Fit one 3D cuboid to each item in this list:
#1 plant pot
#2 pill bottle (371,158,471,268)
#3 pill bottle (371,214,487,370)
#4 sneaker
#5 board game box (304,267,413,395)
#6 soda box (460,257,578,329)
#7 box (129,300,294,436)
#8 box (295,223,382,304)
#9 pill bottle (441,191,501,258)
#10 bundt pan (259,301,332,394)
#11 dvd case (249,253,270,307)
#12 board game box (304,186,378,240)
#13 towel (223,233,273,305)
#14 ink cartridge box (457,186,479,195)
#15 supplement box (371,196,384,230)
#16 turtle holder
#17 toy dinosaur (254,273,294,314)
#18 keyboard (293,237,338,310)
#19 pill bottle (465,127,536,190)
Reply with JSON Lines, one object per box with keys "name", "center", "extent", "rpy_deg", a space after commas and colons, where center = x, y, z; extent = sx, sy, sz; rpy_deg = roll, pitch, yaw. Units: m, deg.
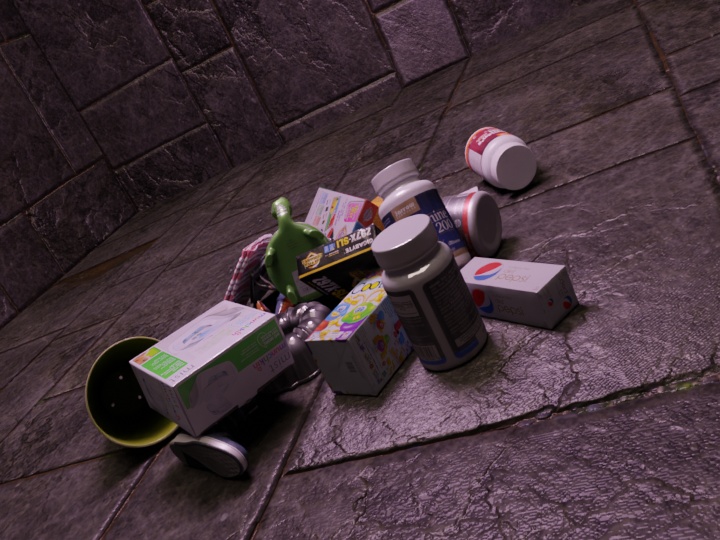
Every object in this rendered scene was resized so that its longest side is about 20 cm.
{"name": "plant pot", "center": [-0.429, 0.231, 1.350], "extent": [0.186, 0.189, 0.199], "rpy_deg": [-39, 8, -27]}
{"name": "pill bottle", "center": [0.098, -0.080, 1.217], "extent": [0.109, 0.204, 0.111], "rpy_deg": [-26, -8, -4]}
{"name": "pill bottle", "center": [0.098, 0.031, 1.039], "extent": [0.112, 0.203, 0.114], "rpy_deg": [-24, 20, 9]}
{"name": "sneaker", "center": [-0.204, 0.242, 1.126], "extent": [0.200, 0.078, 0.146], "rpy_deg": [-5, 34, 50]}
{"name": "board game box", "center": [0.022, 0.090, 1.142], "extent": [0.101, 0.107, 0.200], "rpy_deg": [-7, 29, 45]}
{"name": "soda box", "center": [0.224, 0.030, 1.074], "extent": [0.068, 0.065, 0.198], "rpy_deg": [-37, 21, -23]}
{"name": "box", "center": [-0.237, 0.150, 1.147], "extent": [0.198, 0.099, 0.174], "rpy_deg": [-34, 25, -30]}
{"name": "box", "center": [0.000, 0.000, 1.277], "extent": [0.156, 0.199, 0.051], "rpy_deg": [-19, 64, 20]}
{"name": "pill bottle", "center": [0.151, -0.075, 1.322], "extent": [0.196, 0.118, 0.116], "rpy_deg": [-6, 29, 39]}
{"name": "bundt pan", "center": [-0.124, 0.127, 1.293], "extent": [0.198, 0.077, 0.203], "rpy_deg": [-26, 20, 10]}
{"name": "dvd case", "center": [-0.195, -0.009, 1.598], "extent": [0.150, 0.016, 0.201], "rpy_deg": [-52, -7, -21]}
{"name": "board game box", "center": [-0.057, -0.093, 1.586], "extent": [0.198, 0.040, 0.156], "rpy_deg": [23, 89, 54]}
{"name": "towel", "center": [-0.249, 0.024, 1.553], "extent": [0.204, 0.029, 0.146], "rpy_deg": [-66, -5, 20]}
{"name": "ink cartridge box", "center": [0.173, -0.086, 1.439], "extent": [0.159, 0.058, 0.201], "rpy_deg": [-23, 17, 17]}
{"name": "supplement box", "center": [0.026, -0.111, 1.664], "extent": [0.199, 0.070, 0.066], "rpy_deg": [-42, 23, -22]}
{"name": "turtle holder", "center": [-0.129, -0.031, 1.398], "extent": [0.142, 0.184, 0.132], "rpy_deg": [-50, 8, 3]}
{"name": "toy dinosaur", "center": [-0.153, 0.045, 1.499], "extent": [0.195, 0.107, 0.183], "rpy_deg": [-19, 31, 9]}
{"name": "keyboard", "center": [-0.089, 0.022, 1.483], "extent": [0.101, 0.040, 0.203], "rpy_deg": [-13, 45, 4]}
{"name": "pill bottle", "center": [0.300, -0.239, 1.537], "extent": [0.108, 0.111, 0.200], "rpy_deg": [-28, 20, 1]}
